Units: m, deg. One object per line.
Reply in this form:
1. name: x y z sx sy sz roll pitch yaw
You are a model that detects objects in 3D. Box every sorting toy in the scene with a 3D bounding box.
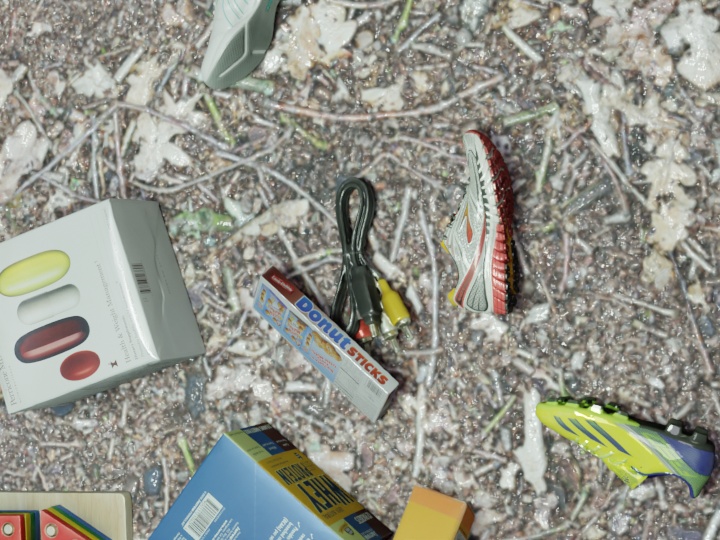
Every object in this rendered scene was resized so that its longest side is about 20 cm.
1. sorting toy: -0.374 0.370 1.866 0.196 0.070 0.203 -2 89 18

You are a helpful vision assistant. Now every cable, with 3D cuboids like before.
1. cable: 0.000 0.000 1.770 0.096 0.050 0.203 -22 71 34

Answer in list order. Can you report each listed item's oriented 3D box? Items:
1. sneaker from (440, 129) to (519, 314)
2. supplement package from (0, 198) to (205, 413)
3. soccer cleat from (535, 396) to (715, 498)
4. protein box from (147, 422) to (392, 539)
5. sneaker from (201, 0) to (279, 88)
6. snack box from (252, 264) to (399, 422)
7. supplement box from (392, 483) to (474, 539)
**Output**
1. sneaker: 0.123 -0.052 1.699 0.081 0.078 0.203 -2 89 19
2. supplement package: -0.318 0.041 1.805 0.198 0.147 0.194 -21 84 16
3. soccer cleat: 0.277 0.188 1.658 0.198 0.065 0.085 15 97 17
4. protein box: -0.111 0.314 1.746 0.199 0.135 0.199 39 101 14
5. sneaker: -0.136 -0.306 1.794 0.080 0.070 0.202 30 96 31
6. snack box: -0.042 0.083 1.758 0.200 0.072 0.024 43 59 13
7. supplement box: 0.057 0.341 1.692 0.066 0.069 0.202 18 72 20
